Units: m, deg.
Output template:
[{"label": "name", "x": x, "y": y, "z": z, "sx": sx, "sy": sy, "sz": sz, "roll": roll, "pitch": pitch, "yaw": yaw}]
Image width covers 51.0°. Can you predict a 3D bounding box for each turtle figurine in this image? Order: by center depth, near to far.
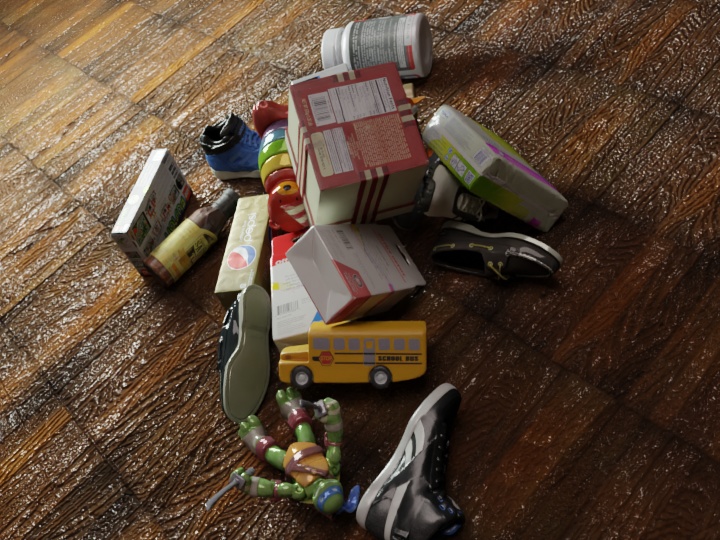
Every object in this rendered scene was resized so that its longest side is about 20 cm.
[{"label": "turtle figurine", "x": -0.095, "y": 0.204, "z": 0.923, "sx": 0.193, "sy": 0.197, "sz": 0.147, "roll": 30, "pitch": 97, "yaw": 61}]

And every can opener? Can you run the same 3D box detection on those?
[{"label": "can opener", "x": 0.124, "y": -0.143, "z": 1.189, "sx": 0.201, "sy": 0.053, "sz": 0.067, "roll": -49, "pitch": 37, "yaw": -9}]

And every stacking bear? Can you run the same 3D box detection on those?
[{"label": "stacking bear", "x": -0.111, "y": -0.155, "z": 1.194, "sx": 0.118, "sy": 0.115, "sz": 0.204, "roll": -2, "pitch": 58, "yaw": -3}]

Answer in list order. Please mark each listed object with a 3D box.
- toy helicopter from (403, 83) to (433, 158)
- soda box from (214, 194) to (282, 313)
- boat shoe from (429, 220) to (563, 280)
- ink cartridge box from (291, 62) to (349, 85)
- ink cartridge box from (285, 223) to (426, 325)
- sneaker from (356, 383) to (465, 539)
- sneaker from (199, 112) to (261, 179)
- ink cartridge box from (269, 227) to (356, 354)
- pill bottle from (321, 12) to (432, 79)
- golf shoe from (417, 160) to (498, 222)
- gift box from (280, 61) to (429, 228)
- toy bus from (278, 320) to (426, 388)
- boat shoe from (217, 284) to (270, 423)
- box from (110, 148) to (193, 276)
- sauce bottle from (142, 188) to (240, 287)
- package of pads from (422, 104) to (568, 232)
[{"label": "toy helicopter", "x": 0.083, "y": -0.250, "z": 1.265, "sx": 0.077, "sy": 0.134, "sz": 0.203, "roll": -10, "pitch": 48, "yaw": 12}, {"label": "soda box", "x": -0.176, "y": -0.028, "z": 1.222, "sx": 0.066, "sy": 0.065, "sz": 0.203, "roll": -6, "pitch": 49, "yaw": 15}, {"label": "boat shoe", "x": 0.189, "y": -0.016, "z": 1.074, "sx": 0.198, "sy": 0.072, "sz": 0.061, "roll": 16, "pitch": 61, "yaw": 39}, {"label": "ink cartridge box", "x": -0.042, "y": -0.261, "z": 1.287, "sx": 0.097, "sy": 0.201, "sz": 0.040, "roll": -18, "pitch": 63, "yaw": 7}, {"label": "ink cartridge box", "x": 0.000, "y": 0.000, "z": 1.063, "sx": 0.067, "sy": 0.198, "sz": 0.118, "roll": -41, "pitch": 71, "yaw": 30}, {"label": "sneaker", "x": 0.092, "y": 0.243, "z": 0.894, "sx": 0.110, "sy": 0.073, "sz": 0.202, "roll": 26, "pitch": 72, "yaw": 32}, {"label": "sneaker", "x": -0.198, "y": -0.232, "z": 1.371, "sx": 0.195, "sy": 0.112, "sz": 0.078, "roll": -3, "pitch": 49, "yaw": 18}, {"label": "ink cartridge box", "x": -0.072, "y": 0.030, "z": 1.132, "sx": 0.113, "sy": 0.068, "sz": 0.203, "roll": -14, "pitch": 48, "yaw": 8}, {"label": "pill bottle", "x": 0.032, "y": -0.421, "z": 1.442, "sx": 0.195, "sy": 0.115, "sz": 0.116, "roll": 0, "pitch": 51, "yaw": 20}, {"label": "golf shoe", "x": 0.144, "y": -0.108, "z": 1.097, "sx": 0.086, "sy": 0.199, "sz": 0.079, "roll": 20, "pitch": 101, "yaw": 22}, {"label": "gift box", "x": -0.026, "y": -0.167, "z": 1.076, "sx": 0.195, "sy": 0.187, "sz": 0.189, "roll": -10, "pitch": 73, "yaw": -9}, {"label": "toy bus", "x": -0.009, "y": 0.111, "z": 1.008, "sx": 0.194, "sy": 0.081, "sz": 0.065, "roll": -1, "pitch": 7, "yaw": 5}, {"label": "boat shoe", "x": -0.177, "y": 0.123, "z": 1.093, "sx": 0.065, "sy": 0.073, "sz": 0.204, "roll": -22, "pitch": 60, "yaw": 43}, {"label": "box", "x": -0.361, "y": -0.103, "z": 1.325, "sx": 0.034, "sy": 0.111, "sz": 0.203, "roll": -2, "pitch": 50, "yaw": 19}, {"label": "sauce bottle", "x": -0.281, "y": -0.060, "z": 1.288, "sx": 0.065, "sy": 0.067, "sz": 0.200, "roll": 28, "pitch": 67, "yaw": 36}, {"label": "package of pads", "x": 0.194, "y": -0.150, "z": 1.098, "sx": 0.069, "sy": 0.198, "sz": 0.155, "roll": -51, "pitch": 45, "yaw": 18}]
